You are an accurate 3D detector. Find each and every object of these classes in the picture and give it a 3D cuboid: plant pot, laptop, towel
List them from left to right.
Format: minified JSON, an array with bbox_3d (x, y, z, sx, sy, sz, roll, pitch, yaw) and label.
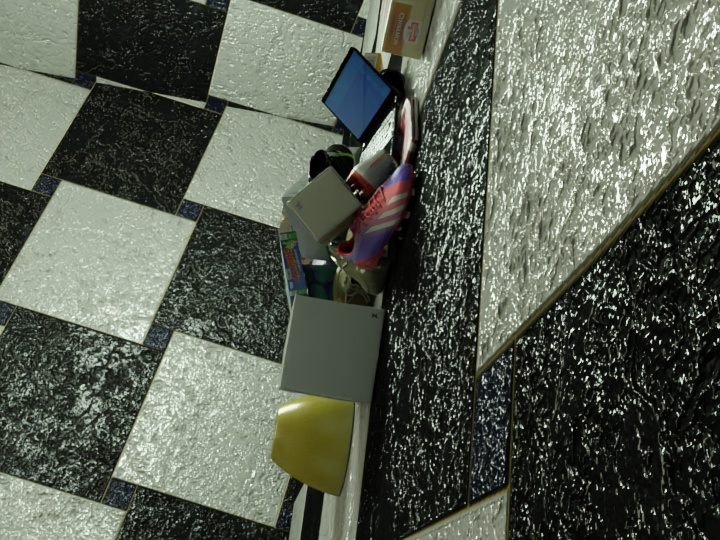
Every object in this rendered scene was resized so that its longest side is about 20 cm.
[{"bbox_3d":[-0.098,0.326,1.610,0.200,0.140,0.202,-171,90,-85],"label":"plant pot"},{"bbox_3d":[-0.009,-0.250,1.458,0.177,0.102,0.202,132,148,-60],"label":"laptop"},{"bbox_3d":[0.064,-0.167,1.365,0.145,0.023,0.201,-88,9,-50],"label":"towel"}]

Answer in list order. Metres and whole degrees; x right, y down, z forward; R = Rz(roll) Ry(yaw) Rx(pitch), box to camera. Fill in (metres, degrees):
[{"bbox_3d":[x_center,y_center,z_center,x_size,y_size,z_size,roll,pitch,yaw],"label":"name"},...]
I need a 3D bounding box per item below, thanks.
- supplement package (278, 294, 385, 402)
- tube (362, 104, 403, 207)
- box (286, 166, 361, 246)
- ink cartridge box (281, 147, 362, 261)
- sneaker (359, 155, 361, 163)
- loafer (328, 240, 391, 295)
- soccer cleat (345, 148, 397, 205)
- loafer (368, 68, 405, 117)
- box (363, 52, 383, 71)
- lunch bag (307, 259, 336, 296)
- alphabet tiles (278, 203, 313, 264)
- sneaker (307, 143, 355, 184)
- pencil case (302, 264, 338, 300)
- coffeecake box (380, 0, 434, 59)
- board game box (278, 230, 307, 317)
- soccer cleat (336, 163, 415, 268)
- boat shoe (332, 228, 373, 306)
[{"bbox_3d":[-0.054,0.137,1.398,0.200,0.149,0.153,127,152,-79],"label":"supplement package"},{"bbox_3d":[0.046,-0.193,1.481,0.058,0.052,0.201,45,132,32],"label":"tube"},{"bbox_3d":[-0.054,-0.099,1.343,0.095,0.078,0.200,-39,-1,2],"label":"box"},{"bbox_3d":[-0.057,-0.137,1.660,0.200,0.082,0.148,-50,-45,-42],"label":"ink cartridge box"},{"bbox_3d":[0.016,-0.178,1.573,0.115,0.075,0.202,117,168,-77],"label":"sneaker"},{"bbox_3d":[-0.008,-0.007,1.425,0.200,0.074,0.070,-142,52,-67],"label":"loafer"},{"bbox_3d":[0.026,-0.144,1.341,0.085,0.069,0.200,-45,-8,0],"label":"soccer cleat"},{"bbox_3d":[0.058,-0.343,1.555,0.071,0.068,0.201,-53,12,27],"label":"loafer"},{"bbox_3d":[0.028,-0.339,1.724,0.200,0.041,0.120,78,-161,-61],"label":"box"},{"bbox_3d":[-0.050,0.027,1.737,0.170,0.126,0.202,-84,-4,-56],"label":"lunch bag"},{"bbox_3d":[-0.074,-0.104,1.794,0.015,0.198,0.198,-112,30,-69],"label":"alphabet tiles"},{"bbox_3d":[-0.055,-0.194,1.536,0.201,0.071,0.083,-78,-19,-50],"label":"sneaker"},{"bbox_3d":[-0.054,0.085,1.580,0.092,0.084,0.202,165,96,-80],"label":"pencil case"},{"bbox_3d":[0.083,-0.475,1.422,0.201,0.072,0.155,-89,11,-56],"label":"coffeecake box"},{"bbox_3d":[-0.124,0.040,1.595,0.201,0.034,0.136,89,169,-52],"label":"board game box"},{"bbox_3d":[0.025,-0.082,1.257,0.067,0.076,0.201,-86,15,-46],"label":"soccer cleat"},{"bbox_3d":[0.002,0.000,1.530,0.063,0.073,0.203,-1,72,54],"label":"boat shoe"}]
